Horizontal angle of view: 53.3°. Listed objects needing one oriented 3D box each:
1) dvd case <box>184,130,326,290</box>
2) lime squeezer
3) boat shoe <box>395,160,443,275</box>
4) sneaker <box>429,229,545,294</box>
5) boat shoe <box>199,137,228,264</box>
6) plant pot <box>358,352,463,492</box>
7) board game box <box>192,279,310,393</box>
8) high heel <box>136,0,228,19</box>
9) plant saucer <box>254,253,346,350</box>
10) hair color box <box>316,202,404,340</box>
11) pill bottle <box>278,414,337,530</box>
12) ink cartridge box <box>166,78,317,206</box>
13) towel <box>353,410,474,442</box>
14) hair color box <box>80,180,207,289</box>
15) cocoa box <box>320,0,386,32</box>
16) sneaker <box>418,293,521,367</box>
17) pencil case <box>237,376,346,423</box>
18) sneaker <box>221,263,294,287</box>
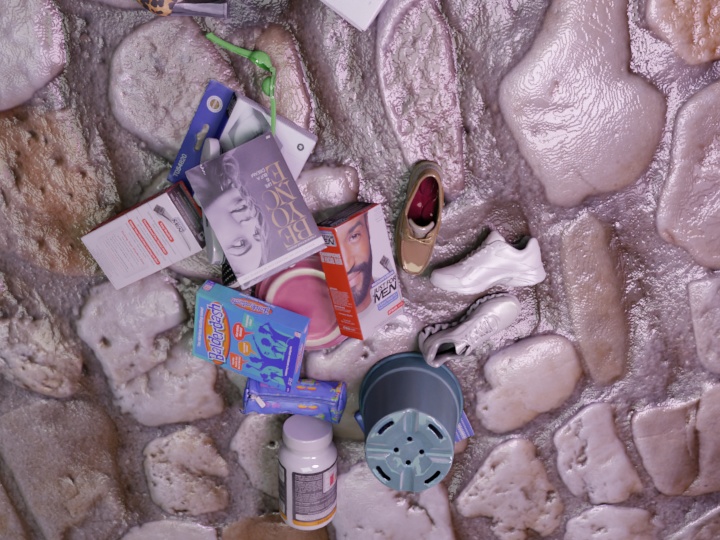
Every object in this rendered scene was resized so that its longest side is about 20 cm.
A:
[{"bbox_3d":[-0.160,-0.093,1.109,0.148,0.016,0.201,-26,93,-7],"label":"dvd case"},{"bbox_3d":[-0.161,-0.298,1.124,0.070,0.038,0.201,-30,92,-20],"label":"lime squeezer"},{"bbox_3d":[0.097,-0.080,1.202,0.073,0.067,0.202,5,112,1],"label":"boat shoe"},{"bbox_3d":[0.213,-0.019,1.227,0.198,0.078,0.100,-10,105,-3],"label":"sneaker"},{"bbox_3d":[-0.217,-0.112,1.158,0.067,0.072,0.202,-6,95,-26],"label":"boat shoe"},{"bbox_3d":[0.086,0.272,1.260,0.198,0.196,0.202,1,104,5],"label":"plant pot"},{"bbox_3d":[-0.197,0.118,1.269,0.198,0.045,0.153,19,127,8],"label":"board game box"},{"bbox_3d":[-0.267,-0.474,1.053,0.141,0.072,0.202,2,121,-5],"label":"high heel"},{"bbox_3d":[-0.092,0.057,1.275,0.198,0.051,0.203,1,112,3],"label":"plant saucer"},{"bbox_3d":[0.000,0.000,1.203,0.064,0.111,0.202,8,120,46],"label":"hair color box"},{"bbox_3d":[-0.100,0.382,1.371,0.115,0.117,0.202,3,113,1],"label":"pill bottle"},{"bbox_3d":[-0.201,-0.181,1.188,0.199,0.041,0.201,27,111,-8],"label":"ink cartridge box"},{"bbox_3d":[0.103,0.295,1.382,0.199,0.024,0.146,-25,107,10],"label":"towel"},{"bbox_3d":[-0.359,-0.057,1.215,0.199,0.064,0.112,-21,110,25],"label":"hair color box"},{"bbox_3d":[0.011,-0.464,1.015,0.133,0.131,0.201,33,110,-10],"label":"cocoa box"},{"bbox_3d":[0.196,0.111,1.270,0.199,0.081,0.075,-31,106,12],"label":"sneaker"},{"bbox_3d":[-0.124,0.235,1.331,0.198,0.087,0.079,6,92,-1],"label":"pencil case"},{"bbox_3d":[-0.161,-0.015,1.218,0.093,0.071,0.199,13,151,-35],"label":"sneaker"}]
